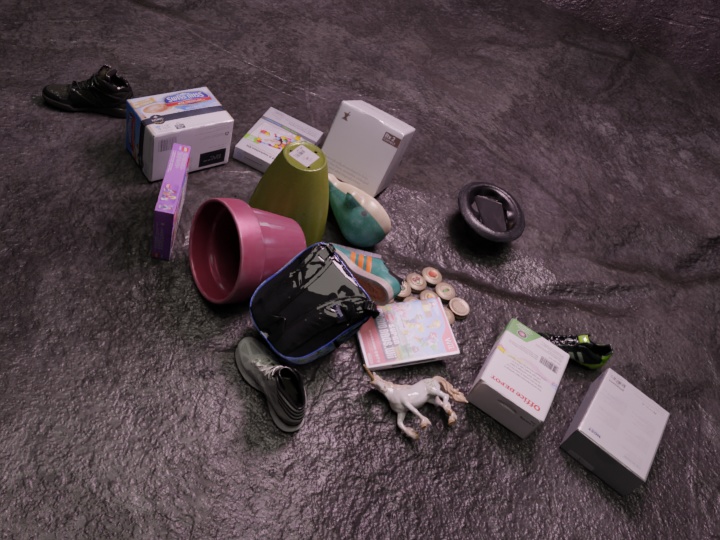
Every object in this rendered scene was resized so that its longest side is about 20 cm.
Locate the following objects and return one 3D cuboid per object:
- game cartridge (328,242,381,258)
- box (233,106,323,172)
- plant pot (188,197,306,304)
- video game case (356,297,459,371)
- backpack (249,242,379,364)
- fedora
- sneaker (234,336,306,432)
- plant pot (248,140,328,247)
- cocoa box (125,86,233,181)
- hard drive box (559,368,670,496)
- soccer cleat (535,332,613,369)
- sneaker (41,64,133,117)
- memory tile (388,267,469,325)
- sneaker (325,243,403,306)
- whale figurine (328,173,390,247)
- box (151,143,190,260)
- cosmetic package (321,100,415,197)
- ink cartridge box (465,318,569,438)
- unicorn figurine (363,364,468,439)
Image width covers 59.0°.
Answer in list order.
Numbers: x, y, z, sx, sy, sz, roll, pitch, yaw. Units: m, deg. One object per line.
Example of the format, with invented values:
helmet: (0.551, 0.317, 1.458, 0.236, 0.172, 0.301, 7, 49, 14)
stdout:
game cartridge: (-0.037, 0.029, 1.349, 0.129, 0.039, 0.201, 11, 46, 8)
box: (-0.202, -0.313, 1.584, 0.155, 0.041, 0.201, 27, 48, 2)
plant pot: (-0.214, -0.041, 1.257, 0.178, 0.200, 0.201, -4, 51, -44)
video game case: (0.090, 0.129, 1.314, 0.198, 0.018, 0.144, -7, 54, -14)
backpack: (-0.097, 0.075, 1.198, 0.199, 0.147, 0.183, -35, 80, -11)
fedora: (0.314, -0.127, 1.595, 0.199, 0.092, 0.202, 11, 48, -13)
sneaker: (-0.151, 0.177, 1.132, 0.075, 0.116, 0.201, -22, 62, -34)
plant pot: (-0.143, -0.173, 1.377, 0.186, 0.201, 0.188, 11, 48, -12)
cocoa box: (-0.409, -0.310, 1.433, 0.199, 0.134, 0.131, -22, 61, -35)
hard drive box: (0.522, 0.325, 1.302, 0.156, 0.077, 0.200, 38, 48, 13)
soccer cleat: (0.462, 0.166, 1.411, 0.198, 0.081, 0.068, 14, 47, -10)
sneaker: (-0.624, -0.422, 1.460, 0.198, 0.115, 0.077, 5, 48, -15)
memory tile: (0.135, 0.070, 1.407, 0.199, 0.017, 0.154, -19, 61, -34)
sneaker: (0.000, 0.000, 1.320, 0.199, 0.072, 0.080, 34, 39, 22)
whale figurine: (-0.026, -0.133, 1.445, 0.200, 0.159, 0.104, 41, 83, 11)
box: (-0.385, -0.142, 1.297, 0.039, 0.137, 0.201, 11, 48, -13)
cosmetic package: (0.015, -0.296, 1.523, 0.164, 0.166, 0.200, 28, 19, 5)
ink cartridge box: (0.325, 0.219, 1.308, 0.144, 0.084, 0.200, 34, 47, 8)
unicorn figurine: (0.099, 0.246, 1.214, 0.199, 0.074, 0.138, 0, 40, -40)
